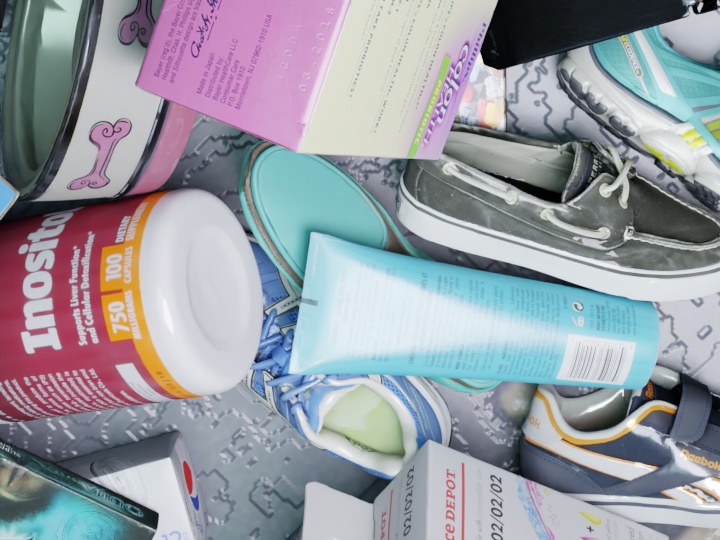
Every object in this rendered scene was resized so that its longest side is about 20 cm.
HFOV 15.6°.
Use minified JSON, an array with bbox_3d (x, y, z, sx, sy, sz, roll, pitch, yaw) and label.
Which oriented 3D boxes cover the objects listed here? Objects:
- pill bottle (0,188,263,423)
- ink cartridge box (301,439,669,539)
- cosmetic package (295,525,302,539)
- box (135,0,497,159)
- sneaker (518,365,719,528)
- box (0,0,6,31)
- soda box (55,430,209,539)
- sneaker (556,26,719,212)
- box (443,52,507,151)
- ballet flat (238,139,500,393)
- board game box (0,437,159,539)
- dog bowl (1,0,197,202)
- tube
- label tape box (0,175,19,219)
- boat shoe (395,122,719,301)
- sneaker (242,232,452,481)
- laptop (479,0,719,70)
[{"bbox_3d":[-0.164,0.024,1.441,0.200,0.113,0.113,-10,101,26],"label":"pill bottle"},{"bbox_3d":[0.069,0.171,1.428,0.200,0.115,0.068,22,131,-18],"label":"ink cartridge box"},{"bbox_3d":[-0.007,0.231,1.454,0.113,0.200,0.081,24,108,-2],"label":"cosmetic package"},{"bbox_3d":[-0.005,-0.154,1.324,0.097,0.200,0.176,23,100,20],"label":"box"},{"bbox_3d":[0.189,0.100,1.490,0.200,0.078,0.079,0,107,2],"label":"sneaker"},{"bbox_3d":[-0.225,-0.233,1.414,0.035,0.110,0.200,23,106,41],"label":"box"},{"bbox_3d":[-0.191,0.153,1.511,0.200,0.068,0.063,-15,100,4],"label":"soda box"},{"bbox_3d":[0.205,-0.078,1.461,0.200,0.078,0.080,38,90,-6],"label":"sneaker"},{"bbox_3d":[0.026,-0.166,1.462,0.110,0.035,0.200,-2,101,0],"label":"box"},{"bbox_3d":[0.000,0.000,1.473,0.200,0.070,0.067,40,80,-18],"label":"ballet flat"},{"bbox_3d":[-0.217,0.194,1.471,0.135,0.028,0.200,26,105,-9],"label":"board game box"},{"bbox_3d":[-0.132,-0.129,1.399,0.074,0.200,0.200,10,101,-19],"label":"dog bowl"},{"bbox_3d":[0.063,0.030,1.438,0.200,0.050,0.077,7,90,-16],"label":"tube"},{"bbox_3d":[-0.285,-0.048,1.444,0.200,0.063,0.144,41,100,15],"label":"label tape box"},{"bbox_3d":[0.122,-0.035,1.447,0.200,0.071,0.064,11,131,-8],"label":"boat shoe"},{"bbox_3d":[-0.030,0.047,1.484,0.200,0.077,0.076,36,101,-3],"label":"sneaker"},{"bbox_3d":[0.151,-0.221,1.433,0.200,0.103,0.177,-18,94,-33],"label":"laptop"}]
